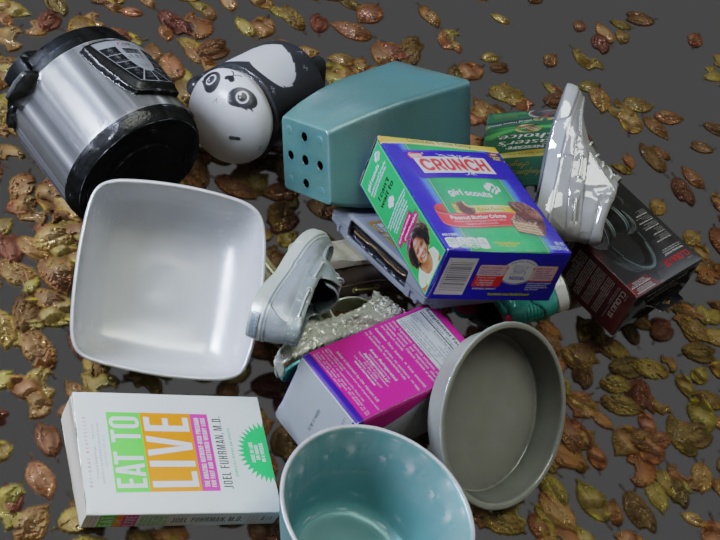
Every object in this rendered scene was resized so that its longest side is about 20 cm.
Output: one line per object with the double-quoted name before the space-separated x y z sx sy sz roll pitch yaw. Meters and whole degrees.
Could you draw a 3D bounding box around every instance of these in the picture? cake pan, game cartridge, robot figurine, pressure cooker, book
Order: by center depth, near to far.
"book" -0.187 0.190 1.460 0.198 0.048 0.134 3 51 -27
"cake pan" 0.143 0.153 1.576 0.199 0.202 0.037 -22 18 -40
"pressure cooker" -0.300 -0.174 1.659 0.178 0.176 0.200 -32 64 -17
"game cartridge" 0.071 -0.023 1.699 0.132 0.042 0.200 -9 35 -32
"robot figurine" -0.123 -0.212 1.819 0.200 0.150 0.125 -36 102 -45

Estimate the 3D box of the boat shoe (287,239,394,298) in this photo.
"boat shoe" 0.000 0.000 1.724 0.199 0.060 0.072 -4 30 -33

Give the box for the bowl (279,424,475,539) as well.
"bowl" 0.001 0.262 1.434 0.199 0.105 0.202 14 43 -14

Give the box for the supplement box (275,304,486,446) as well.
"supplement box" 0.023 0.127 1.580 0.199 0.102 0.103 -19 58 -39

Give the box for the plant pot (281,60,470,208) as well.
"plant pot" 0.012 -0.151 1.754 0.199 0.142 0.141 -19 28 -36

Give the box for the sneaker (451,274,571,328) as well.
"sneaker" 0.153 0.003 1.778 0.120 0.084 0.200 -23 42 -14

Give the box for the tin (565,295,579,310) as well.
"tin" 0.271 -0.016 1.893 0.112 0.042 0.199 40 44 20

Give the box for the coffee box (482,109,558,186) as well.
"coffee box" 0.222 -0.162 1.928 0.122 0.044 0.200 -3 23 11

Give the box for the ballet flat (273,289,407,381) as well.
"ballet flat" -0.032 0.067 1.605 0.199 0.072 0.072 -16 57 -45

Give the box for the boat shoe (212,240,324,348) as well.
"boat shoe" -0.131 0.013 1.635 0.199 0.074 0.063 35 40 8

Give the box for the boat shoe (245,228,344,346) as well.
"boat shoe" -0.057 0.023 1.558 0.071 0.070 0.201 20 32 8

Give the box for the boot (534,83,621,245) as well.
"boot" 0.269 -0.125 1.785 0.095 0.074 0.202 13 74 2

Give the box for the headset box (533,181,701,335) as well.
"headset box" 0.315 -0.021 1.838 0.148 0.077 0.200 -24 61 -40

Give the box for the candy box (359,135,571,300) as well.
"candy box" 0.114 -0.058 1.644 0.168 0.077 0.200 1 39 -31

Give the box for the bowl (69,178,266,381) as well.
"bowl" -0.205 0.013 1.552 0.198 0.075 0.202 10 81 -17
